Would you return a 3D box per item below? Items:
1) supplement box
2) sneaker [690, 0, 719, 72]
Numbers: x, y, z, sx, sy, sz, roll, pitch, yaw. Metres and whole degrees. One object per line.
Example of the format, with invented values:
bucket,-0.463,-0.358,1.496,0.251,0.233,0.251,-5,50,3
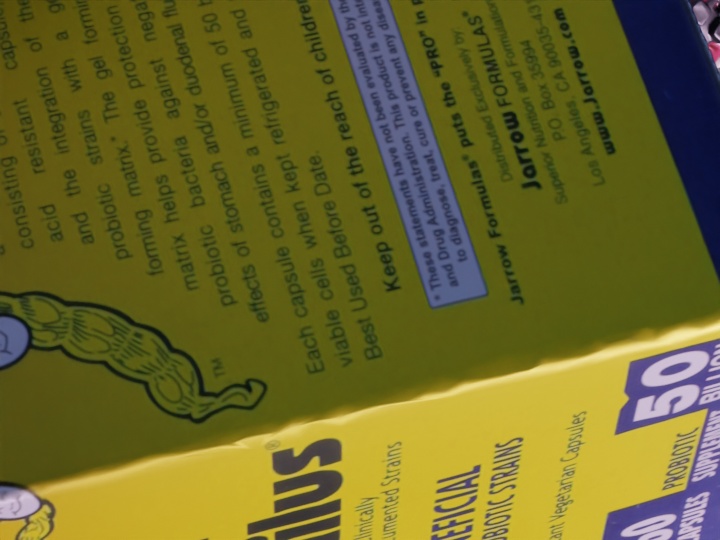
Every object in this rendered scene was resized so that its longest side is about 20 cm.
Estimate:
supplement box,-0.031,0.010,0.566,0.199,0.110,0.109,-14,151,-8
sneaker,0.111,-0.114,0.783,0.200,0.075,0.081,-52,130,-6
